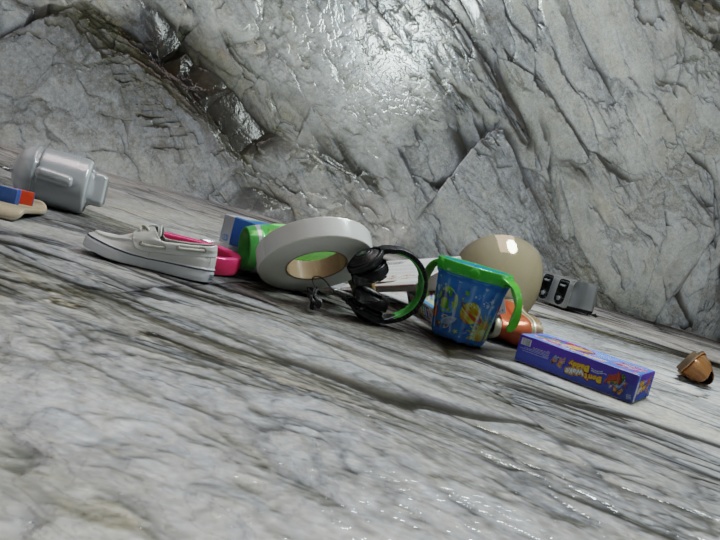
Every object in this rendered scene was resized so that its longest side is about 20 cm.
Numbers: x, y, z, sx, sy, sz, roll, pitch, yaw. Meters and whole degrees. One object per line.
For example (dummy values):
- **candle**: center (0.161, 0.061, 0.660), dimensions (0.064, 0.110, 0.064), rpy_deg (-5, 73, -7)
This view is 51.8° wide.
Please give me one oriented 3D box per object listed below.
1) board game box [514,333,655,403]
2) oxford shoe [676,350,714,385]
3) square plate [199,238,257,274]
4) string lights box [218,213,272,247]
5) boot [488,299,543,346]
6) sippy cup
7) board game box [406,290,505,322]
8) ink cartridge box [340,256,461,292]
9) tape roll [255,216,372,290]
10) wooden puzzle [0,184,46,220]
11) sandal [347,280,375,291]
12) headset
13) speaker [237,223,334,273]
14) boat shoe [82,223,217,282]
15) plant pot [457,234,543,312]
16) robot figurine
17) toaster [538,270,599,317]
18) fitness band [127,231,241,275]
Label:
- **board game box**: center (0.372, 0.157, 1.229), dimensions (0.197, 0.046, 0.134), rpy_deg (19, 6, 32)
- **oxford shoe**: center (0.755, 0.226, 1.656), dimensions (0.071, 0.072, 0.199), rpy_deg (49, 20, 24)
- **square plate**: center (-0.197, -0.017, 1.465), dimensions (0.195, 0.029, 0.199), rpy_deg (11, 7, -36)
- **string lights box**: center (-0.171, -0.057, 1.480), dimensions (0.197, 0.060, 0.102), rpy_deg (18, 6, 23)
- **boot**: center (0.271, 0.096, 1.456), dimensions (0.105, 0.077, 0.200), rpy_deg (9, 7, -12)
- **sippy cup**: center (0.181, 0.055, 1.266), dimensions (0.137, 0.133, 0.178), rpy_deg (13, 5, -17)
- **board game box**: center (0.182, 0.061, 1.449), dimensions (0.132, 0.035, 0.200), rpy_deg (-13, 12, -11)
- **ink cartridge box**: center (0.086, 0.022, 1.521), dimensions (0.198, 0.046, 0.175), rpy_deg (-4, 17, 42)
- **tape roll**: center (-0.076, -0.024, 1.233), dimensions (0.199, 0.038, 0.204), rpy_deg (-9, -25, -4)
- **wooden puzzle**: center (-0.647, -0.135, 1.269), dimensions (0.182, 0.047, 0.200), rpy_deg (15, 5, -13)
- **sandal**: center (0.000, -0.005, 1.464), dimensions (0.069, 0.079, 0.211), rpy_deg (-15, 28, -27)
- **headset**: center (0.013, 0.029, 1.172), dimensions (0.196, 0.126, 0.094), rpy_deg (-4, 17, -9)
- **speaker**: center (-0.117, -0.035, 1.341), dimensions (0.196, 0.090, 0.088), rpy_deg (3, 10, -27)
- **boat shoe**: center (-0.313, -0.037, 1.118), dimensions (0.196, 0.067, 0.072), rpy_deg (16, 5, -4)
- **plant pot**: center (0.303, 0.043, 1.619), dimensions (0.196, 0.202, 0.136), rpy_deg (15, 41, -4)
- **robot figurine**: center (-0.619, -0.186, 1.513), dimensions (0.196, 0.115, 0.169), rpy_deg (14, -5, -18)
- **toaster**: center (0.794, 0.088, 2.831), dimensions (0.197, 0.121, 0.180), rpy_deg (12, 7, -34)
- **fitness band**: center (-0.303, -0.033, 1.272), dimensions (0.196, 0.038, 0.144), rpy_deg (13, 6, -15)
